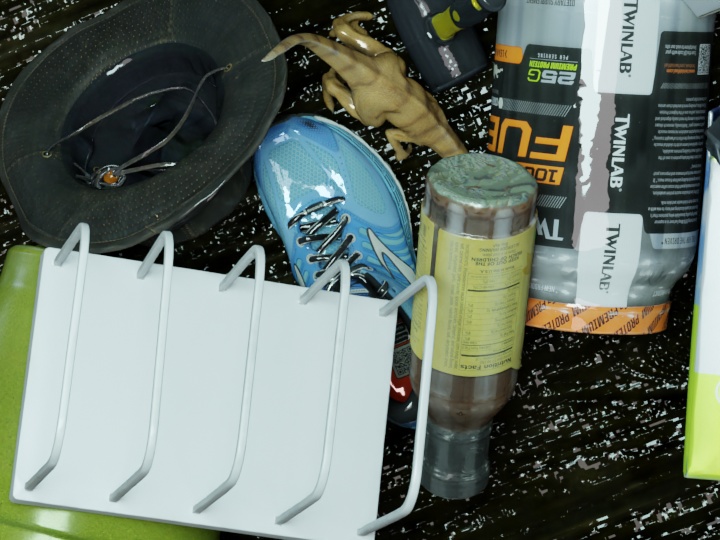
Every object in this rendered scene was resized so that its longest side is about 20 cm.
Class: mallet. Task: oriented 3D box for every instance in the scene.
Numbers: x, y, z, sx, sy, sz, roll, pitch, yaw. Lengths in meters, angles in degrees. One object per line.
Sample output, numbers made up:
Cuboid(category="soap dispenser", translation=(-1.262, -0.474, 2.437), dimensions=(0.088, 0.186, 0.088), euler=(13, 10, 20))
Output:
Cuboid(category="mallet", translation=(0.058, -0.130, 1.585), dimensions=(0.041, 0.200, 0.066), euler=(-27, 99, -7))

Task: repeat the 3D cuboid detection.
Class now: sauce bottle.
Cuboid(category="sauce bottle", translation=(0.058, 0.034, 1.585), dimensions=(0.065, 0.065, 0.200), euler=(10, 123, 6))

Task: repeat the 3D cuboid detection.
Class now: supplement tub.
Cuboid(category="supplement tub", translation=(0.132, -0.069, 1.616), dimensions=(0.122, 0.123, 0.201), euler=(4, 96, 7))

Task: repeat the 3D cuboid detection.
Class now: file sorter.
Cuboid(category="file sorter", translation=(-0.071, 0.059, 1.524), dimensions=(0.200, 0.125, 0.139), euler=(9, 76, -12))

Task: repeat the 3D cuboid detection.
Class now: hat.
Cuboid(category="hat", translation=(-0.110, -0.072, 1.651), dimensions=(0.200, 0.201, 0.081), euler=(-30, 134, 9))

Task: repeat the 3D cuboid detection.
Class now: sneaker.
Cuboid(category="sneaker", translation=(0.000, 0.000, 1.656), dimensions=(0.078, 0.090, 0.200), euler=(-29, 92, 10))

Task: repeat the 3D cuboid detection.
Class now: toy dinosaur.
Cuboid(category="toy dinosaur", translation=(0.006, -0.108, 1.628), dimensions=(0.200, 0.106, 0.060), euler=(35, 95, -37))

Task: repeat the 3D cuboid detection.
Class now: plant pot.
Cuboid(category="plant pot", translation=(-0.159, 0.091, 1.648), dimensions=(0.200, 0.200, 0.193), euler=(12, 86, 6))

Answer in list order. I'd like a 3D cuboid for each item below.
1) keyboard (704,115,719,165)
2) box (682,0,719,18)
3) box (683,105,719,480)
Cuboid(category="keyboard", translation=(0.260, -0.059, 1.568), dimensions=(0.127, 0.200, 0.021), euler=(48, 123, 1))
Cuboid(category="box", translation=(0.149, -0.256, 1.543), dimensions=(0.041, 0.156, 0.200), euler=(-20, 130, 38))
Cuboid(category="box", translation=(0.212, 0.010, 1.614), dimensions=(0.048, 0.122, 0.201), euler=(5, 97, 11))
